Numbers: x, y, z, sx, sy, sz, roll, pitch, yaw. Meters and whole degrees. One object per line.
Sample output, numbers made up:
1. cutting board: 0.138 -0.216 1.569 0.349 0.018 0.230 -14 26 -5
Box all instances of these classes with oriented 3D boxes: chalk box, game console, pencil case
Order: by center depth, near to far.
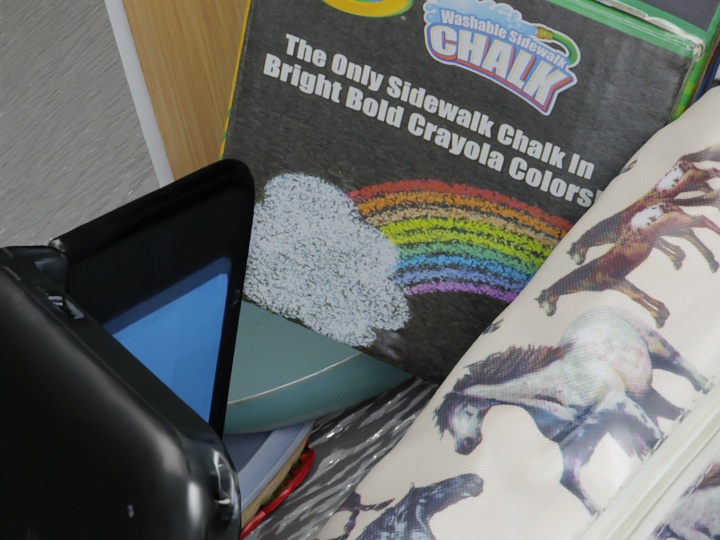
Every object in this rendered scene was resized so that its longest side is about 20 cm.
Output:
1. pencil case: 0.059 0.043 0.544 0.200 0.078 0.089 -48 30 -13
2. game console: -0.046 0.095 0.568 0.116 0.202 0.176 -5 24 -32
3. chalk box: 0.043 -0.079 0.646 0.124 0.124 0.201 -60 -10 -45

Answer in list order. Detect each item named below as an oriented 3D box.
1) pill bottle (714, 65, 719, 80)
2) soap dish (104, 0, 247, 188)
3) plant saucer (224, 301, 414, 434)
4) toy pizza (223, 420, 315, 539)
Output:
1. pill bottle: 0.090 -0.125 0.816 0.113 0.113 0.200 -44 16 -3
2. soap dish: -0.024 -0.106 0.938 0.081 0.201 0.158 20 55 26
3. plant saucer: 0.000 0.000 0.811 0.199 0.028 0.200 -26 20 10
4. toy pizza: -0.084 0.087 0.838 0.199 0.032 0.200 -33 19 13
